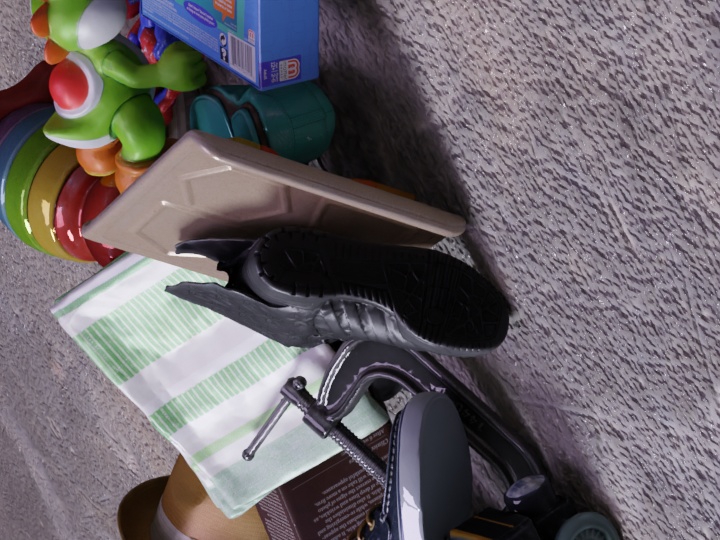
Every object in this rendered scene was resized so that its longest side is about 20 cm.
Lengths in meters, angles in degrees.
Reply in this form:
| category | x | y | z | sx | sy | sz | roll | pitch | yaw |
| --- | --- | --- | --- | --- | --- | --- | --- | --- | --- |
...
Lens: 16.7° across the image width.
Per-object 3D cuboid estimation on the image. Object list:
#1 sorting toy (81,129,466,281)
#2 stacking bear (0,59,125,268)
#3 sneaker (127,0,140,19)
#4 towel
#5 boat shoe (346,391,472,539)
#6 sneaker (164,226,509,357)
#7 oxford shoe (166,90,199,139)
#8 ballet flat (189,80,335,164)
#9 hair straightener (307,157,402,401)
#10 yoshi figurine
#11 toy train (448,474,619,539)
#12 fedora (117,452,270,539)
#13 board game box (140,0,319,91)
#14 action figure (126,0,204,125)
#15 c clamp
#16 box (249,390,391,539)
| category | x | y | z | sx | sy | sz | roll | pitch | yaw |
| --- | --- | --- | --- | --- | --- | --- | --- | --- | --- |
| sorting toy | -0.056 | -0.033 | 1.531 | 0.200 | 0.184 | 0.037 | -29 | 48 | 58 |
| stacking bear | -0.196 | -0.057 | 1.753 | 0.200 | 0.121 | 0.114 | 31 | 135 | 43 |
| sneaker | -0.169 | -0.239 | 1.660 | 0.113 | 0.071 | 0.200 | 62 | 167 | 8 |
| towel | -0.099 | 0.064 | 1.678 | 0.152 | 0.023 | 0.200 | -33 | 105 | 28 |
| boat shoe | 0.019 | 0.175 | 1.579 | 0.090 | 0.071 | 0.202 | 4 | 102 | 31 |
| sneaker | -0.015 | 0.016 | 1.516 | 0.104 | 0.199 | 0.060 | 139 | 145 | -66 |
| oxford shoe | -0.121 | -0.086 | 1.769 | 0.075 | 0.057 | 0.201 | -27 | 79 | 63 |
| ballet flat | -0.057 | -0.092 | 1.586 | 0.200 | 0.070 | 0.068 | -168 | 62 | -74 |
| hair straightener | 0.000 | 0.000 | 1.640 | 0.077 | 0.041 | 0.201 | 17 | 128 | 45 |
| yoshi figurine | -0.157 | -0.154 | 1.611 | 0.112 | 0.112 | 0.201 | -90 | -10 | -49 |
| toy train | 0.118 | 0.231 | 1.538 | 0.085 | 0.114 | 0.201 | 10 | 126 | 64 |
| fedora | -0.088 | 0.182 | 1.890 | 0.200 | 0.200 | 0.082 | 37 | 125 | 46 |
| board game box | -0.080 | -0.226 | 1.450 | 0.152 | 0.045 | 0.201 | 36 | 133 | 49 |
| action figure | -0.133 | -0.163 | 1.671 | 0.065 | 0.052 | 0.201 | 43 | 137 | 29 |
| c clamp | 0.030 | 0.122 | 1.625 | 0.200 | 0.027 | 0.171 | 37 | 129 | 13 |
| box | -0.022 | 0.156 | 1.785 | 0.075 | 0.100 | 0.201 | 14 | 128 | 62 |
